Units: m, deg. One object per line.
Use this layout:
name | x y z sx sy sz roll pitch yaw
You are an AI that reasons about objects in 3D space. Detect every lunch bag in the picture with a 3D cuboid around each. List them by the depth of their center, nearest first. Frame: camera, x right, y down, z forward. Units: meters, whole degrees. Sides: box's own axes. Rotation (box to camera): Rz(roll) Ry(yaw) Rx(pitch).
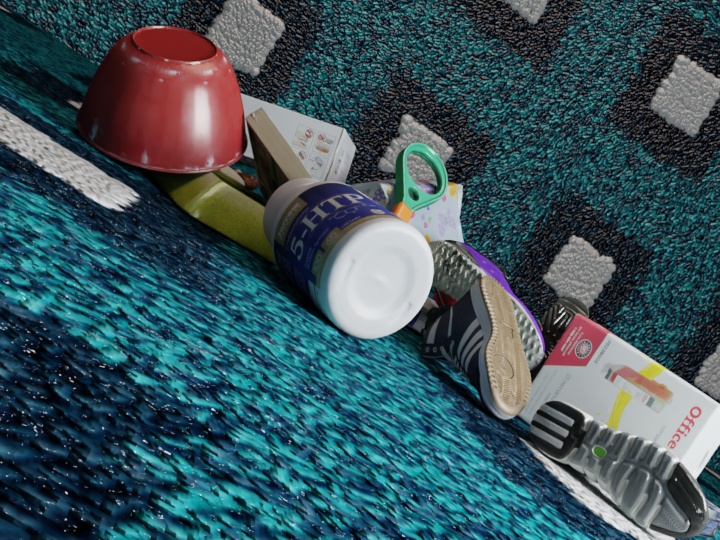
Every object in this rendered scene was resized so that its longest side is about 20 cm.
lunch bag | 0.019 -0.059 1.379 0.199 0.129 0.169 2 4 43

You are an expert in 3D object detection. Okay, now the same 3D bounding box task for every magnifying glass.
magnifying glass | 0.061 -0.089 1.258 0.080 0.022 0.201 44 45 -16

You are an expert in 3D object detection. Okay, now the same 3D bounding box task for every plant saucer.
plant saucer | -0.141 -0.071 1.178 0.199 0.048 0.200 31 5 -32

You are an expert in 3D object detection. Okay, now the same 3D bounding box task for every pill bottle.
pill bottle | -0.023 -0.023 1.021 0.119 0.120 0.200 30 4 -34

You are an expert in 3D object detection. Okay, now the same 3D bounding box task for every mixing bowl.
mixing bowl | -0.217 -0.207 1.137 0.198 0.109 0.201 11 32 -7

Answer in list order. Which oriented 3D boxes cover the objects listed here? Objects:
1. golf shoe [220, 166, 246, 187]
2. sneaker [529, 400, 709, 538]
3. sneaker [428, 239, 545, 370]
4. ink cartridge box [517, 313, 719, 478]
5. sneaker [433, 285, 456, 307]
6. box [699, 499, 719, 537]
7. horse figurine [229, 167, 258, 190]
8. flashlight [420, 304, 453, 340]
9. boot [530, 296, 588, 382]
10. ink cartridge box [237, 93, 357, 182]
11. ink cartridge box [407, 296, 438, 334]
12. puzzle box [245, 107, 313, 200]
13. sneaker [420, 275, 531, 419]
golf shoe | -0.218 -0.161 1.269 0.199 0.089 0.077 34 -24 -24
sneaker | 0.276 0.203 1.031 0.199 0.075 0.115 35 2 34
sneaker | 0.168 0.034 1.250 0.200 0.070 0.099 50 27 17
ink cartridge box | 0.304 0.166 1.166 0.199 0.146 0.083 35 5 34
sneaker | 0.127 0.036 1.413 0.115 0.079 0.200 25 -13 41
box | 0.351 0.255 1.254 0.199 0.040 0.137 36 3 32
horse figurine | -0.221 -0.145 1.462 0.132 0.050 0.200 27 2 0
flashlight | 0.163 0.087 1.323 0.068 0.068 0.199 -20 -20 36
boot | 0.239 0.140 1.326 0.073 0.181 0.201 46 -16 26
ink cartridge box | -0.114 -0.177 1.428 0.198 0.085 0.176 20 -1 9
ink cartridge box | 0.093 0.065 1.470 0.195 0.044 0.200 32 3 -2
puzzle box | -0.087 -0.096 1.221 0.134 0.025 0.200 55 -12 18
sneaker | 0.127 0.107 1.136 0.070 0.108 0.201 34 33 -25
